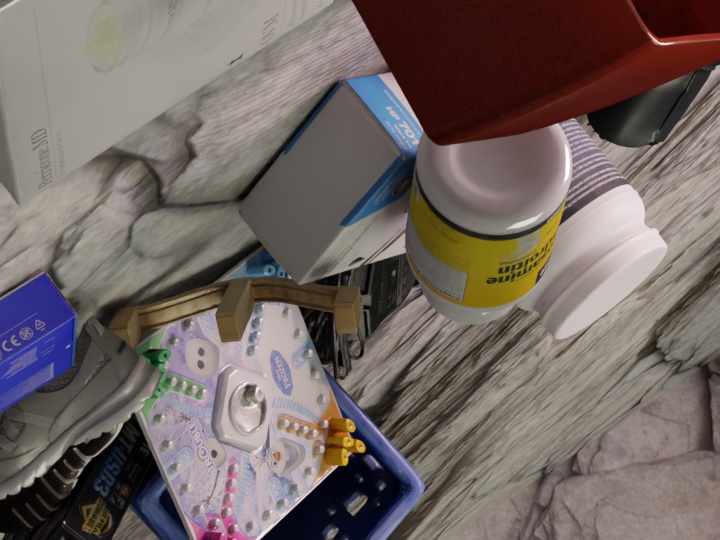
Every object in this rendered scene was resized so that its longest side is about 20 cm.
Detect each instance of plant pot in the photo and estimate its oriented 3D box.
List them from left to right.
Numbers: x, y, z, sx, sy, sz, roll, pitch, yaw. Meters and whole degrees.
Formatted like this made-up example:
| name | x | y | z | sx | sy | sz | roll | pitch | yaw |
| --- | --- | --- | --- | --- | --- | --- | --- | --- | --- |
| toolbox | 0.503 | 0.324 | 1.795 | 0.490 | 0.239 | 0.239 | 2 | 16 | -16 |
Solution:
| name | x | y | z | sx | sy | sz | roll | pitch | yaw |
| --- | --- | --- | --- | --- | --- | --- | --- | --- | --- |
| plant pot | -0.094 | 0.186 | 1.916 | 0.200 | 0.200 | 0.180 | -47 | -163 | -14 |
| plant pot | 0.108 | -0.185 | 1.391 | 0.176 | 0.201 | 0.200 | -34 | 170 | 30 |

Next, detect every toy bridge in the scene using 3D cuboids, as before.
| name | x | y | z | sx | sy | sz | roll | pitch | yaw |
| --- | --- | --- | --- | --- | --- | --- | --- | --- | --- |
| toy bridge | -0.095 | 0.030 | 1.660 | 0.198 | 0.027 | 0.067 | -5 | -154 | 13 |

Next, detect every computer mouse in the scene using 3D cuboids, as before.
| name | x | y | z | sx | sy | sz | roll | pitch | yaw |
| --- | --- | --- | --- | --- | --- | --- | --- | --- | --- |
| computer mouse | 0.000 | 0.000 | 1.887 | 0.200 | 0.052 | 0.140 | -39 | 136 | -64 |

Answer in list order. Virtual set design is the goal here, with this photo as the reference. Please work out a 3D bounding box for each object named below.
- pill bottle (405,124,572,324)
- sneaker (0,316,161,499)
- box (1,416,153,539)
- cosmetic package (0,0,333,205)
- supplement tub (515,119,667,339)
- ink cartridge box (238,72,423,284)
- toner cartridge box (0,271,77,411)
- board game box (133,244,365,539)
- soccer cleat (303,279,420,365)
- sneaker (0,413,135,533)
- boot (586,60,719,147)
| name | x | y | z | sx | sy | sz | roll | pitch | yaw |
| --- | --- | --- | --- | --- | --- | --- | --- | --- | --- |
| pill bottle | 0.090 | -0.038 | 1.595 | 0.112 | 0.112 | 0.200 | -34 | 161 | -17 |
| sneaker | -0.244 | 0.102 | 1.624 | 0.199 | 0.082 | 0.075 | -34 | -166 | 17 |
| box | -0.251 | 0.217 | 1.814 | 0.199 | 0.050 | 0.200 | -47 | -169 | 32 |
| cosmetic package | -0.116 | -0.161 | 1.007 | 0.199 | 0.123 | 0.200 | -33 | 165 | -15 |
| supplement tub | 0.151 | -0.057 | 1.845 | 0.140 | 0.200 | 0.140 | -36 | 165 | -11 |
| ink cartridge box | 0.022 | -0.080 | 1.688 | 0.147 | 0.086 | 0.199 | -49 | 161 | 31 |
| toner cartridge box | -0.289 | 0.085 | 1.499 | 0.199 | 0.043 | 0.095 | -33 | 166 | -21 |
| board game box | -0.089 | 0.111 | 1.746 | 0.026 | 0.201 | 0.200 | -4 | -154 | 41 |
| soccer cleat | 0.018 | 0.007 | 2.023 | 0.200 | 0.068 | 0.073 | -43 | -170 | 1 |
| sneaker | -0.231 | 0.132 | 1.746 | 0.200 | 0.076 | 0.116 | -37 | -176 | 34 |
| boot | 0.317 | -0.201 | 2.070 | 0.199 | 0.077 | 0.168 | -19 | 153 | -37 |
